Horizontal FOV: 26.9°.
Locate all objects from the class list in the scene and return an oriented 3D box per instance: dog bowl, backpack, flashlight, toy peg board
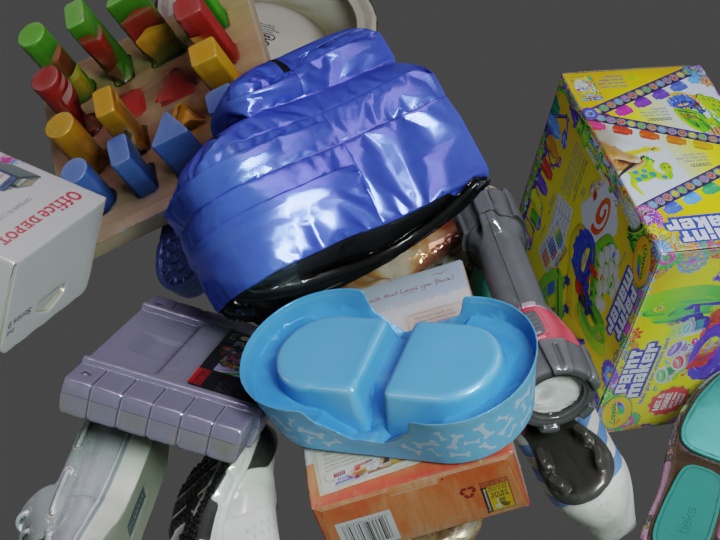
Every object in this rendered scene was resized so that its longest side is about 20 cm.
[{"bbox_3d":[-0.088,-0.206,1.363,0.199,0.074,0.201,6,46,-6],"label":"dog bowl"},{"bbox_3d":[-0.043,-0.063,1.075,0.199,0.163,0.168,-30,83,-19],"label":"backpack"},{"bbox_3d":[0.116,0.024,1.094,0.068,0.068,0.200,18,34,-26],"label":"flashlight"},{"bbox_3d":[0.021,0.069,0.964,0.199,0.050,0.112,2,43,26],"label":"dog bowl"},{"bbox_3d":[-0.176,-0.144,1.199,0.199,0.098,0.200,-25,52,10],"label":"toy peg board"}]

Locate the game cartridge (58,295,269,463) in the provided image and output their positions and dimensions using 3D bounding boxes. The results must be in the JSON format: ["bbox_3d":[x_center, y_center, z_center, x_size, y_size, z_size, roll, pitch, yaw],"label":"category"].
[{"bbox_3d":[-0.116,0.070,1.057,0.129,0.039,0.200,12,16,7],"label":"game cartridge"}]

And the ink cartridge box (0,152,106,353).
[{"bbox_3d":[-0.312,-0.033,1.118,0.199,0.088,0.145,25,28,9],"label":"ink cartridge box"}]

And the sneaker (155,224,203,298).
[{"bbox_3d":[-0.100,-0.058,1.223,0.070,0.078,0.201,2,62,35],"label":"sneaker"}]

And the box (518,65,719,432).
[{"bbox_3d":[0.216,-0.016,1.149,0.121,0.201,0.193,-5,48,-17],"label":"box"}]

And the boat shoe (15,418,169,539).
[{"bbox_3d":[-0.187,0.169,0.994,0.071,0.070,0.201,7,41,11],"label":"boat shoe"}]

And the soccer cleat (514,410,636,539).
[{"bbox_3d":[0.144,0.118,1.104,0.070,0.086,0.200,-30,38,8],"label":"soccer cleat"}]

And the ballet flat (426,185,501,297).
[{"bbox_3d":[0.078,0.009,1.209,0.062,0.068,0.200,-8,37,23],"label":"ballet flat"}]

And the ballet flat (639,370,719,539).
[{"bbox_3d":[0.247,0.152,1.081,0.069,0.071,0.200,21,52,15],"label":"ballet flat"}]

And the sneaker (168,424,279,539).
[{"bbox_3d":[-0.085,0.183,1.004,0.080,0.074,0.200,36,38,-17],"label":"sneaker"}]

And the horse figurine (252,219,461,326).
[{"bbox_3d":[0.000,0.000,1.176,0.132,0.050,0.200,16,45,29],"label":"horse figurine"}]

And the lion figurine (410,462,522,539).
[{"bbox_3d":[0.035,0.125,1.081,0.122,0.073,0.200,-27,41,-19],"label":"lion figurine"}]

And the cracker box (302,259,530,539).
[{"bbox_3d":[0.028,0.089,1.025,0.133,0.058,0.200,-16,39,5],"label":"cracker box"}]
